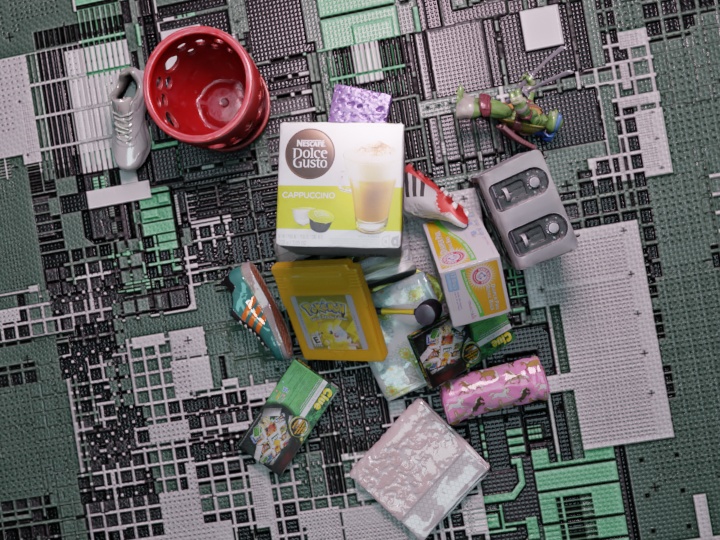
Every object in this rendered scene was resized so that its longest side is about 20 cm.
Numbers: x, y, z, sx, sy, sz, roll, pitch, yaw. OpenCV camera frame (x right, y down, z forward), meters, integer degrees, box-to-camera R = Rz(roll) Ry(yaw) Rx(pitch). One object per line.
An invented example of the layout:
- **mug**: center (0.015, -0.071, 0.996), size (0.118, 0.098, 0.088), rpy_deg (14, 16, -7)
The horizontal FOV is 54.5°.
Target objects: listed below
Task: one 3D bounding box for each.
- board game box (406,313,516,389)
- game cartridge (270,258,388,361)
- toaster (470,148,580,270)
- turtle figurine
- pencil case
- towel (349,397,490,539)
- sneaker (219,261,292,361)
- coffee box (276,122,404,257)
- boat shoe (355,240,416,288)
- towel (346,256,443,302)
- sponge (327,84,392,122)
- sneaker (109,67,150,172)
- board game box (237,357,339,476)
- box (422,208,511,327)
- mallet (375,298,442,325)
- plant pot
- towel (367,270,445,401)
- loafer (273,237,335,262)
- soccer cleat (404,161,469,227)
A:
- **board game box**: center (0.185, 0.122, 1.258), size (0.199, 0.023, 0.105), rpy_deg (-25, 93, -24)
- **game cartridge**: center (-0.055, 0.074, 1.249), size (0.175, 0.032, 0.201), rpy_deg (-3, 121, 29)
- **toaster**: center (0.283, -0.111, 1.226), size (0.118, 0.200, 0.182), rpy_deg (-23, 96, 7)
- **turtle figurine**: center (0.270, -0.323, 1.246), size (0.192, 0.201, 0.145), rpy_deg (5, 56, 9)
- **pencil case**: center (0.244, 0.218, 1.273), size (0.198, 0.087, 0.083), rpy_deg (-17, 70, 6)
- **towel**: center (0.111, 0.374, 1.309), size (0.191, 0.032, 0.200), rpy_deg (43, 92, 4)
- **sneaker**: center (-0.197, 0.088, 1.321), size (0.079, 0.071, 0.201), rpy_deg (-28, 82, 8)
- **coffee box**: center (-0.025, -0.129, 1.170), size (0.198, 0.200, 0.200), rpy_deg (2, 87, 5)
- **boat shoe**: center (0.001, -0.001, 1.285), size (0.200, 0.074, 0.065), rpy_deg (-14, 77, 3)
- **towel**: center (0.061, 0.020, 1.321), size (0.199, 0.018, 0.087), rpy_deg (26, 93, 4)
- **sponge**: center (-0.013, -0.242, 1.323), size (0.111, 0.030, 0.202), rpy_deg (12, 92, 6)
- **sneaker**: center (-0.447, -0.290, 1.325), size (0.077, 0.099, 0.202), rpy_deg (3, 90, 5)
- **board game box**: center (-0.137, 0.278, 1.327), size (0.104, 0.023, 0.201), rpy_deg (35, 93, 5)
- **box**: center (0.180, -0.009, 1.206), size (0.101, 0.200, 0.113), rpy_deg (-16, 118, 4)
- **mallet**: center (0.044, 0.074, 1.238), size (0.198, 0.066, 0.042), rpy_deg (-1, 97, 11)
- **plant pot**: center (-0.269, -0.316, 1.269), size (0.198, 0.182, 0.202), rpy_deg (0, 90, 4)
- **towel**: center (0.084, 0.123, 1.292), size (0.170, 0.048, 0.201), rpy_deg (-25, 92, 8)
- **loafer**: center (-0.065, -0.047, 1.311), size (0.198, 0.070, 0.070), rpy_deg (-10, 94, 12)
- **soccer cleat**: center (0.121, -0.119, 1.256), size (0.085, 0.068, 0.200), rpy_deg (-53, 46, 13)
